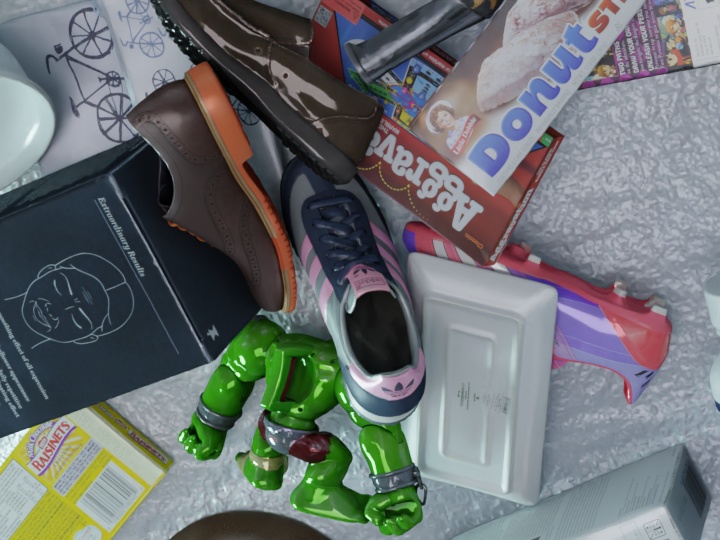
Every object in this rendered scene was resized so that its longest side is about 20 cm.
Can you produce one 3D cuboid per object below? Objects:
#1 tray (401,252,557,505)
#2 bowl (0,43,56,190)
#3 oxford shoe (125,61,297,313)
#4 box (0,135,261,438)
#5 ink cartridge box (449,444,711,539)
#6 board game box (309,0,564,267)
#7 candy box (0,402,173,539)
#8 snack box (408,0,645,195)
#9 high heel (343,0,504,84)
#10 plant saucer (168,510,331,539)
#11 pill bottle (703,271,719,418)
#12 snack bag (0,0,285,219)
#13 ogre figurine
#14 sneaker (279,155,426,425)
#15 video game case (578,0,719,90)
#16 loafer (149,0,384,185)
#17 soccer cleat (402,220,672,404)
[{"bbox_3d":[0.077,0.083,1.531,0.107,0.022,0.201,13,129,15],"label":"tray"},{"bbox_3d":[-0.320,-0.118,1.543,0.201,0.201,0.091,-30,64,22],"label":"bowl"},{"bbox_3d":[-0.098,-0.045,1.489,0.072,0.071,0.200,-26,123,-5],"label":"oxford shoe"},{"bbox_3d":[-0.194,0.008,1.550,0.200,0.107,0.149,-19,105,29],"label":"box"},{"bbox_3d":[0.141,0.196,1.540,0.200,0.109,0.050,-26,99,21],"label":"ink cartridge box"},{"bbox_3d":[0.035,-0.100,1.485,0.200,0.019,0.103,37,115,23],"label":"board game box"},{"bbox_3d":[-0.238,0.185,1.683,0.102,0.026,0.200,41,113,2],"label":"candy box"},{"bbox_3d":[0.118,-0.148,1.408,0.072,0.024,0.200,37,95,-3],"label":"snack box"},{"bbox_3d":[0.022,-0.241,1.453,0.142,0.071,0.200,-29,82,15],"label":"high heel"},{"bbox_3d":[-0.079,0.280,1.670,0.199,0.032,0.201,4,108,13],"label":"plant saucer"},{"bbox_3d":[0.298,0.092,1.459,0.119,0.120,0.201,-14,103,19],"label":"pill bottle"},{"bbox_3d":[-0.156,-0.111,1.561,0.199,0.021,0.189,-9,105,22],"label":"snack bag"},{"bbox_3d":[-0.037,0.104,1.560,0.200,0.098,0.120,29,116,49],"label":"ogre figurine"},{"bbox_3d":[0.000,0.000,1.484,0.070,0.082,0.201,-19,75,-11],"label":"sneaker"},{"bbox_3d":[0.180,-0.225,1.432,0.181,0.036,0.201,-10,105,18],"label":"video game case"},{"bbox_3d":[-0.063,-0.146,1.481,0.200,0.073,0.071,44,83,-2],"label":"loafer"},{"bbox_3d":[0.116,0.024,1.513,0.199,0.067,0.077,21,100,3],"label":"soccer cleat"}]
